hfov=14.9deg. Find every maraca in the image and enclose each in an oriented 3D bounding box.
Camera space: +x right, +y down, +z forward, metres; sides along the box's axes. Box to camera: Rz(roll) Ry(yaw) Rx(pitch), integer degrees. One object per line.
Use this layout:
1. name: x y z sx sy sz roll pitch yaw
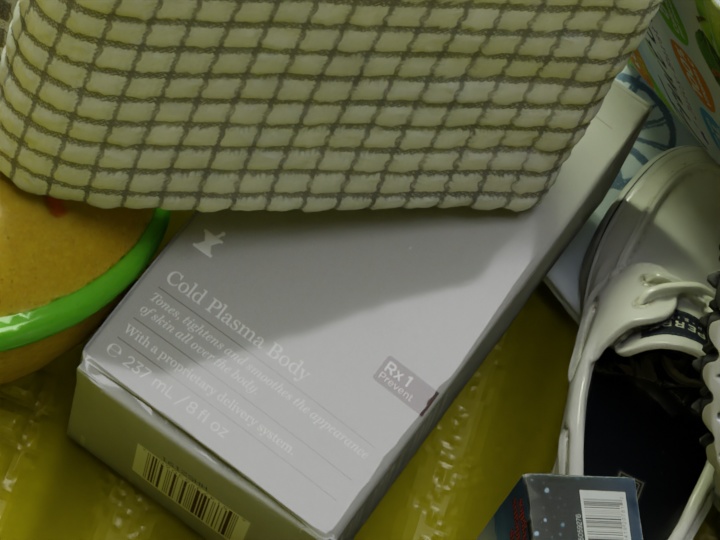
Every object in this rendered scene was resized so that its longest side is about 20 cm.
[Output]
1. maraca: -0.125 -0.033 0.923 0.136 0.108 0.200 14 38 10

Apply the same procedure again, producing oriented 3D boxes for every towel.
1. towel: -0.009 -0.098 0.830 0.199 0.166 0.086 -1 57 -21

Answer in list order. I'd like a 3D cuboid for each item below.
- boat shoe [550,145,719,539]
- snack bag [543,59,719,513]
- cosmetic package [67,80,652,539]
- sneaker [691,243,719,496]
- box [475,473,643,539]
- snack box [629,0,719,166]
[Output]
1. boat shoe: 0.102 0.034 0.946 0.072 0.066 0.201 25 61 0
2. snack bag: 0.150 -0.020 1.036 0.188 0.021 0.200 -31 75 -27
3. cosmetic package: 0.000 0.000 0.935 0.106 0.090 0.200 34 69 5
4. sneaker: 0.159 0.070 0.888 0.090 0.201 0.066 2 23 21
5. box: 0.056 0.181 0.831 0.037 0.137 0.201 3 61 -15
6. snack box: 0.129 -0.082 0.922 0.053 0.143 0.200 -31 42 -2
